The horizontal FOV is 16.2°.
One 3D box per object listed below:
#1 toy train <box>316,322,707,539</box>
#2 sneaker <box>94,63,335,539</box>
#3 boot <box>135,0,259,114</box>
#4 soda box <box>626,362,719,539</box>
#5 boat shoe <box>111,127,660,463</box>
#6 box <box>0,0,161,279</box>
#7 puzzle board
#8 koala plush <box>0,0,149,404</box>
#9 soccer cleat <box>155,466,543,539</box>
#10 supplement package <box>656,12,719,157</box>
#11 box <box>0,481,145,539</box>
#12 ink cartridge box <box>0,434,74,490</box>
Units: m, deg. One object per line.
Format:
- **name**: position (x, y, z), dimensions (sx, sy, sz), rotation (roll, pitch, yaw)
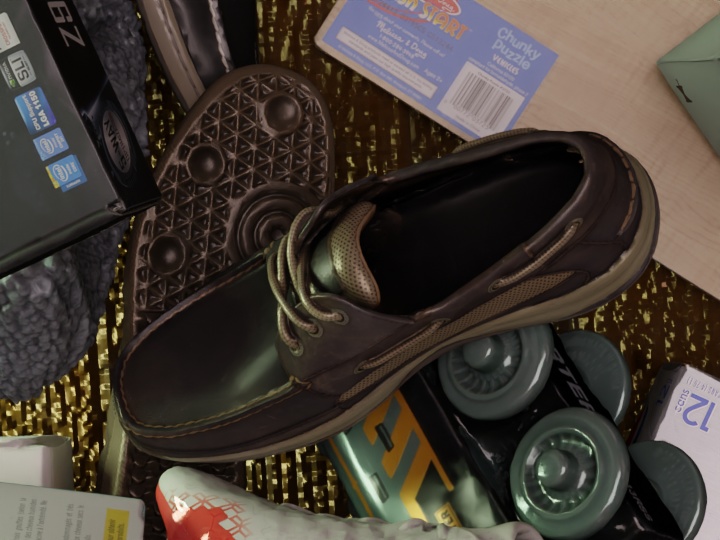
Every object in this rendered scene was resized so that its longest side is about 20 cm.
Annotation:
- **toy train**: position (0.039, 0.059, 0.912), dimensions (0.114, 0.085, 0.200), rotation (-41, 58, 17)
- **sneaker**: position (-0.064, 0.020, 0.938), dimensions (0.070, 0.076, 0.200), rotation (15, 92, -16)
- **boot**: position (-0.014, -0.158, 0.945), dimensions (0.151, 0.073, 0.200), rotation (-10, 82, 8)
- **soda box**: position (0.193, 0.105, 0.949), dimensions (0.200, 0.063, 0.068), rotation (24, 89, 0)
- **boat shoe**: position (0.000, 0.000, 0.849), dimensions (0.200, 0.073, 0.075), rotation (-27, 62, 8)
- **box**: position (-0.174, -0.076, 0.759), dimensions (0.160, 0.044, 0.200), rotation (-24, 91, 13)
- **puzzle board**: position (0.104, -0.098, 0.979), dimensions (0.200, 0.017, 0.151), rotation (32, 90, 1)
- **koala plush**: position (-0.167, -0.089, 0.866), dimensions (0.177, 0.200, 0.184), rotation (10, 59, 20)
- **soccer cleat**: position (0.017, 0.108, 0.834), dimensions (0.200, 0.069, 0.085), rotation (34, 96, 30)
- **supplement package**: position (0.243, -0.074, 0.878), dimensions (0.200, 0.191, 0.147), rotation (-37, 98, -3)
- **box**: position (-0.172, 0.103, 0.812), dimensions (0.200, 0.082, 0.049), rotation (7, 118, -5)
- **ink cartridge box**: position (-0.177, 0.162, 0.936), dimensions (0.145, 0.084, 0.200), rotation (-2, 88, 1)
